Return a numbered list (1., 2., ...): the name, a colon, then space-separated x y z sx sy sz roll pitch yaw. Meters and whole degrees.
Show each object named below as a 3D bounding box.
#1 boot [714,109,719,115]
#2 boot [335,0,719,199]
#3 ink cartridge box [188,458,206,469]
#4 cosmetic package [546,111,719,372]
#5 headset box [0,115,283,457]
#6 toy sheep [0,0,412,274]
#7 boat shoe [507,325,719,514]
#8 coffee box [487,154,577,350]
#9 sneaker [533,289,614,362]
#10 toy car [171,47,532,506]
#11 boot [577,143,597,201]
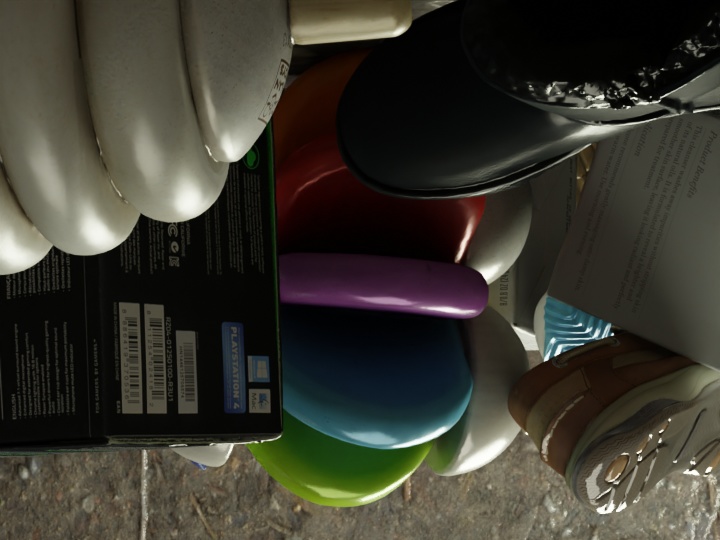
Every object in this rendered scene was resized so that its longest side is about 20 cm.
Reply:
1. boot: 0.230 -0.081 0.860 0.200 0.068 0.131 1 -178 -3
2. boot: 0.060 -0.078 0.697 0.200 0.076 0.168 -12 175 19
3. ink cartridge box: -0.131 0.018 1.039 0.042 0.119 0.200 -35 -152 -8
4. cosmetic package: 0.196 -0.007 0.872 0.200 0.113 0.081 25 -156 17
5. headset box: -0.136 -0.017 0.728 0.200 0.174 0.093 -8 172 36
6. toy sheep: -0.087 -0.065 0.497 0.200 0.138 0.138 -4 174 9
7. boat shoe: 0.137 0.053 0.918 0.072 0.076 0.200 37 -158 26
8. coffee box: 0.008 -0.015 1.056 0.200 0.113 0.080 -4 168 29
9. sneaker: 0.142 0.023 1.027 0.076 0.081 0.200 -28 157 24
10. toy car: 0.000 0.000 0.869 0.175 0.200 0.150 6 167 -17
11. boot: 0.113 -0.050 1.167 0.200 0.072 0.166 -16 -169 1
